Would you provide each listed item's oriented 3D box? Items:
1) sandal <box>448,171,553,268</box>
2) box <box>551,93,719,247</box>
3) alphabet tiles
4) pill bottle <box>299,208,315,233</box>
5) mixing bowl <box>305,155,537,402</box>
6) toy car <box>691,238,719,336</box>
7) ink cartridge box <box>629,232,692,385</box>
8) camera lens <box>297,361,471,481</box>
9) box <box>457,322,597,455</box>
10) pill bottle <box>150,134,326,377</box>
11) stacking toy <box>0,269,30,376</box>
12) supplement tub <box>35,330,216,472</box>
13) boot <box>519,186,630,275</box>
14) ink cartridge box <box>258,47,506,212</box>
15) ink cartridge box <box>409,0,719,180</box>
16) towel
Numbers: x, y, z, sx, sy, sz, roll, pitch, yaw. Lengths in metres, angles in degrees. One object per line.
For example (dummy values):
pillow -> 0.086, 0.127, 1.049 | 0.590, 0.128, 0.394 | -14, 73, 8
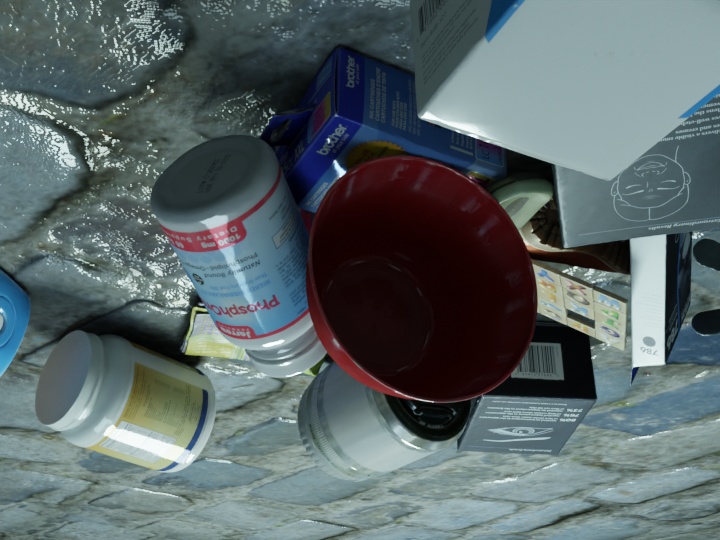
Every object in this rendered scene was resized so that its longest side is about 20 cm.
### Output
sandal -> 0.111, -0.015, 0.834 | 0.079, 0.058, 0.201 | -11, 157, -25
box -> 0.222, -0.121, 0.736 | 0.146, 0.108, 0.201 | -7, 148, 12
alphabet tiles -> 0.181, 0.018, 0.955 | 0.198, 0.008, 0.167 | 24, 169, 22
pill bottle -> 0.000, 0.000, 0.941 | 0.197, 0.112, 0.111 | 12, 148, -18
mixing bowl -> 0.034, 0.021, 0.755 | 0.197, 0.203, 0.108 | 12, 154, -18
toy car -> 0.435, 0.014, 0.923 | 0.197, 0.166, 0.158 | 3, 151, 19
ink cartridge box -> 0.293, 0.013, 0.900 | 0.039, 0.100, 0.202 | 12, 134, 29
camera lens -> 0.030, 0.170, 1.177 | 0.158, 0.162, 0.199 | 20, 145, -30
box -> 0.207, 0.157, 1.206 | 0.146, 0.106, 0.201 | 3, 150, -4
pill bottle -> -0.091, -0.005, 0.789 | 0.107, 0.110, 0.201 | -9, 130, 16
stacking toy -> -0.498, 0.050, 1.071 | 0.197, 0.117, 0.110 | 5, 152, 22
supplement tub -> -0.302, 0.169, 1.199 | 0.143, 0.146, 0.199 | -24, 141, 35
boot -> 0.210, -0.038, 0.929 | 0.198, 0.076, 0.107 | 13, 168, -31
ink cartridge box -> 0.008, -0.105, 0.803 | 0.198, 0.077, 0.136 | 17, 146, -22
ink cartridge box -> 0.122, -0.188, 0.535 | 0.143, 0.202, 0.147 | 13, 147, -24
towel -> -0.128, 0.088, 1.180 | 0.197, 0.023, 0.144 | 12, 147, -17
